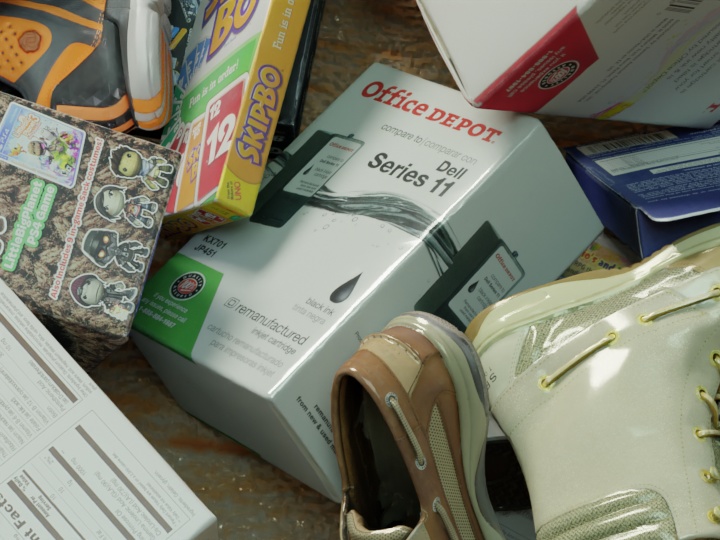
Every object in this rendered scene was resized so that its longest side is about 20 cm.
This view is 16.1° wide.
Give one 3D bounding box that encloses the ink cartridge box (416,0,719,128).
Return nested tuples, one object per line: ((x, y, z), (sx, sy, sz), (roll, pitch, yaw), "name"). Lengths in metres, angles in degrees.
((0.146, -0.147, 1.256), (0.200, 0.148, 0.086), (-1, 56, -50), "ink cartridge box")

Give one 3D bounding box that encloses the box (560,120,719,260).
((0.181, -0.042, 1.283), (0.121, 0.200, 0.032), (-11, 103, -5), "box")

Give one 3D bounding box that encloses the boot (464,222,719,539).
((0.161, 0.063, 1.180), (0.200, 0.072, 0.155), (-18, 57, 3), "boot")

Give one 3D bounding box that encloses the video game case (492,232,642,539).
((0.108, 0.069, 1.321), (0.200, 0.024, 0.182), (28, 70, 10), "video game case")

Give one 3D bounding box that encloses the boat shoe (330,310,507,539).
((0.022, 0.121, 1.192), (0.072, 0.076, 0.200), (-23, 107, -41), "boat shoe")

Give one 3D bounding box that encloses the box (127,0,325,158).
((-0.095, -0.170, 1.398), (0.159, 0.046, 0.200), (9, 69, 2), "box")

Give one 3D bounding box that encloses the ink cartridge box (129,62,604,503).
((0.000, 0.000, 1.279), (0.200, 0.083, 0.147), (-45, 37, -17), "ink cartridge box")

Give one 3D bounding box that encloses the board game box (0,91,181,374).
((-0.208, -0.027, 1.249), (0.200, 0.159, 0.097), (19, 74, -11), "board game box")

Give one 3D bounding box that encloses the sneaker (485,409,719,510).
((0.103, 0.065, 1.273), (0.200, 0.073, 0.085), (-8, 54, 4), "sneaker")

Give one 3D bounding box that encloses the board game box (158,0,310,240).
((-0.060, -0.117, 1.303), (0.030, 0.096, 0.200), (25, 71, -24), "board game box")

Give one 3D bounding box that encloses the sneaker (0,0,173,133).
((-0.157, -0.162, 1.329), (0.112, 0.078, 0.200), (-4, 63, 4), "sneaker")

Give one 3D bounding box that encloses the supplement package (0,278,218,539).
((-0.154, 0.124, 1.198), (0.111, 0.200, 0.156), (-39, 74, -15), "supplement package")
